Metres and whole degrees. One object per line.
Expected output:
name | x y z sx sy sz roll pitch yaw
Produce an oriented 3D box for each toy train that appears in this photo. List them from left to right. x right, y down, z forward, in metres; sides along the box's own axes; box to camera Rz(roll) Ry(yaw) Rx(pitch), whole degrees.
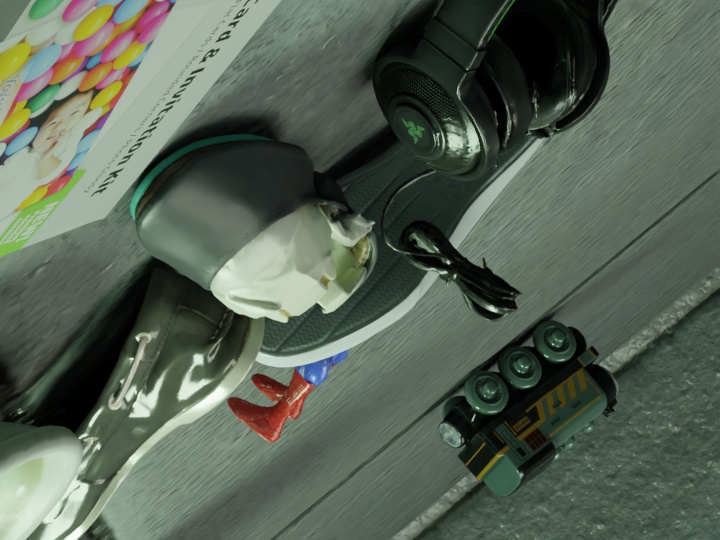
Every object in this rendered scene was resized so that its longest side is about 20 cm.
toy train | 0.167 0.133 2.127 0.200 0.114 0.085 -33 168 -35

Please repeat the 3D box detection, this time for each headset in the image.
headset | 0.067 -0.073 0.937 0.123 0.094 0.200 -29 153 -48

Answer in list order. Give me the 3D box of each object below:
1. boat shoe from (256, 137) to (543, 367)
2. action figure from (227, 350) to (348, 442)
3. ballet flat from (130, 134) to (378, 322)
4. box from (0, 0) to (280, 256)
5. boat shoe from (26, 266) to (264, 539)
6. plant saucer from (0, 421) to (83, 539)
boat shoe | 0.020 -0.019 1.044 0.200 0.074 0.067 -39 167 -14
action figure | 0.000 0.000 1.135 0.200 0.052 0.065 -50 172 22
ballet flat | -0.033 -0.013 0.901 0.073 0.073 0.200 -42 170 8
box | -0.100 -0.052 0.567 0.156 0.041 0.200 -47 169 32
boat shoe | -0.121 0.065 0.982 0.200 0.057 0.067 -43 -154 33
plant saucer | -0.203 0.116 0.874 0.200 0.050 0.200 -39 170 -8
